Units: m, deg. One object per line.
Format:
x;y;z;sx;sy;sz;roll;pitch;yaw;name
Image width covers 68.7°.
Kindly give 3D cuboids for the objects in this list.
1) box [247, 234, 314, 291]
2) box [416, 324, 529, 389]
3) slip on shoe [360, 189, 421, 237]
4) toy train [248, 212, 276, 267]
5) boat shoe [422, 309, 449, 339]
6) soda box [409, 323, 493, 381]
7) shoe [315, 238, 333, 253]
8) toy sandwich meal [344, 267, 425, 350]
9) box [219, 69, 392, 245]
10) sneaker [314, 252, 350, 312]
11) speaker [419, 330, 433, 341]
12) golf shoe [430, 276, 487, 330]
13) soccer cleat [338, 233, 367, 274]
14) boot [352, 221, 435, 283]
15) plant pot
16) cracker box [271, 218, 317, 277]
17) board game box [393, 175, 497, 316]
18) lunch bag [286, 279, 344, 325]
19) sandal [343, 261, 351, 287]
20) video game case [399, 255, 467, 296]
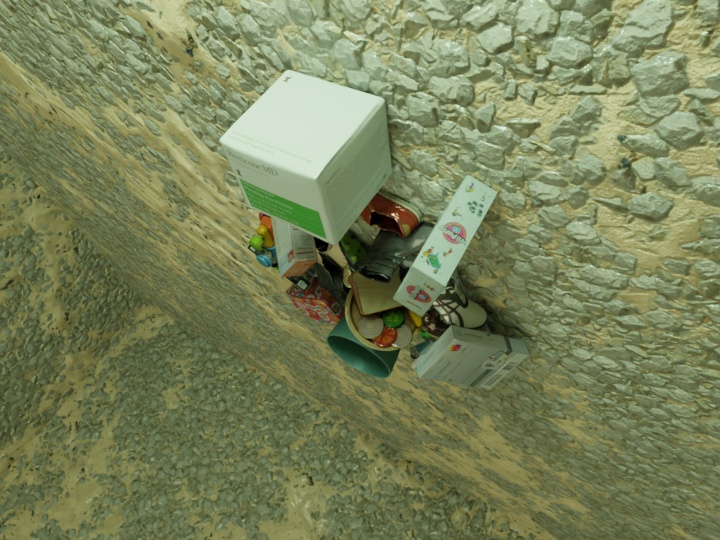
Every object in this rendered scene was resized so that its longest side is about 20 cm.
-0.222;-0.026;1.496;0.200;0.035;0.110;38;-168;-9;box
0.248;0.198;1.173;0.199;0.041;0.156;12;134;-23;box
0.023;-0.123;1.051;0.199;0.061;0.074;26;156;21;slip on shoe
-0.247;-0.104;1.353;0.084;0.116;0.200;19;152;28;toy train
0.164;0.104;1.232;0.199;0.072;0.072;20;155;43;boat shoe
0.218;0.188;1.243;0.199;0.069;0.064;-25;127;18;soda box
-0.097;-0.088;1.227;0.071;0.091;0.200;41;155;-16;shoe
0.056;0.076;1.179;0.204;0.206;0.070;31;164;7;toy sandwich meal
-0.081;-0.191;0.887;0.198;0.200;0.172;24;152;23;box
-0.070;0.039;1.472;0.104;0.060;0.200;24;150;25;sneaker
0.224;0.189;1.343;0.088;0.089;0.200;3;142;48;speaker
0.192;0.063;1.117;0.199;0.077;0.088;23;133;-11;golf shoe
0.000;0.000;1.264;0.081;0.068;0.200;-25;111;38;soccer cleat
0.085;-0.028;1.060;0.199;0.132;0.070;2;140;50;boot
0.030;0.172;1.456;0.200;0.161;0.201;25;153;14;plant pot
-0.154;-0.098;1.176;0.057;0.202;0.134;-5;169;-23;cracker box
0.140;-0.039;0.888;0.064;0.201;0.148;31;156;5;board game box
-0.117;0.106;1.617;0.199;0.082;0.176;10;147;42;lunch bag
-0.010;0.022;1.346;0.077;0.070;0.212;22;153;25;sandal
0.151;0.032;1.222;0.199;0.022;0.183;14;149;37;video game case
